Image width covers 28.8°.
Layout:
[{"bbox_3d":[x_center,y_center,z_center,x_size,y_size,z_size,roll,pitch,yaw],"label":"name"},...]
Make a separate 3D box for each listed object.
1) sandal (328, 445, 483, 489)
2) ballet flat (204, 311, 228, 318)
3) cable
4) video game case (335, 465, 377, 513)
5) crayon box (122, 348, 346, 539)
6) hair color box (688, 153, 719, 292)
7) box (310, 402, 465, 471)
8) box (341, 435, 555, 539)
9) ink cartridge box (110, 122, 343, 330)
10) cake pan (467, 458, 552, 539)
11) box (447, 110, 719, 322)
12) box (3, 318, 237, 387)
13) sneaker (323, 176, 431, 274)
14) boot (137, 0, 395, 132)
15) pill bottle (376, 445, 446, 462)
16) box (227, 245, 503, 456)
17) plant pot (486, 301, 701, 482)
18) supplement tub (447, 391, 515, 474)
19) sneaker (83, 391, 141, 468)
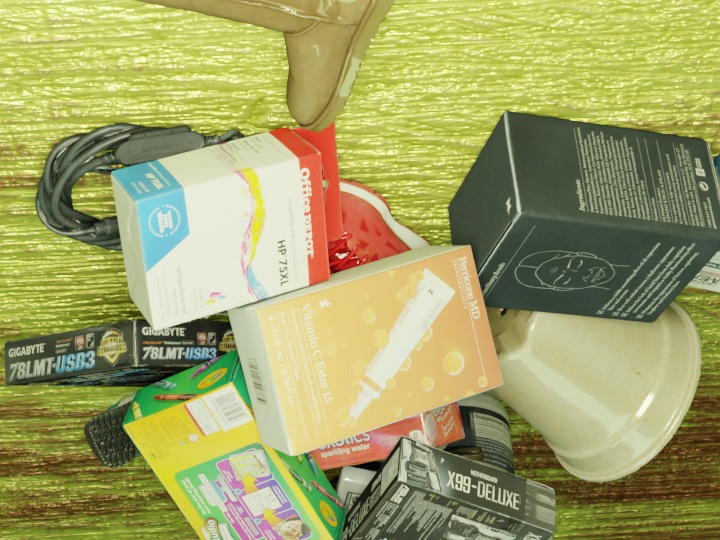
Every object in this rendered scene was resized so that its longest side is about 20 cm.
[{"bbox_3d":[0.044,0.222,1.457,0.198,0.055,0.081,-14,-178,29],"label":"sandal"},{"bbox_3d":[-0.157,0.010,1.266,0.071,0.073,0.200,-15,169,17],"label":"ballet flat"},{"bbox_3d":[-0.183,-0.068,1.214,0.197,0.051,0.164,-10,152,5],"label":"cable"},{"bbox_3d":[0.048,0.286,1.397,0.179,0.024,0.202,12,127,-6],"label":"video game case"},{"bbox_3d":[-0.112,0.181,1.275,0.118,0.058,0.201,-22,114,20],"label":"crayon box"},{"bbox_3d":[0.352,-0.059,1.267,0.099,0.061,0.200,11,145,-22],"label":"hair color box"},{"bbox_3d":[-0.013,0.133,1.339,0.198,0.104,0.094,-15,174,25],"label":"box"},{"bbox_3d":[0.068,0.250,1.305,0.156,0.050,0.201,19,134,-12],"label":"box"},{"bbox_3d":[-0.093,-0.041,1.141,0.198,0.067,0.118,-17,120,-22],"label":"ink cartridge box"},{"bbox_3d":[0.094,0.263,1.414,0.197,0.037,0.202,2,128,3],"label":"cake pan"},{"bbox_3d":[0.195,-0.042,1.232,0.197,0.108,0.149,6,147,-17],"label":"box"},{"bbox_3d":[-0.205,0.082,1.347,0.198,0.051,0.197,-12,168,40],"label":"box"},{"bbox_3d":[0.000,0.000,1.264,0.078,0.117,0.199,-23,144,37],"label":"sneaker"},{"bbox_3d":[-0.090,-0.190,1.012,0.197,0.067,0.176,9,133,-22],"label":"boot"},{"bbox_3d":[-0.007,0.140,1.451,0.197,0.114,0.113,0,152,26],"label":"pill bottle"},{"bbox_3d":[0.003,0.064,1.189,0.198,0.126,0.097,-17,-174,-19],"label":"box"},{"bbox_3d":[0.198,0.076,1.367,0.182,0.202,0.200,32,135,-27],"label":"plant pot"},{"bbox_3d":[0.102,0.219,1.547,0.138,0.202,0.141,-3,148,-2],"label":"supplement tub"},{"bbox_3d":[-0.176,0.130,1.366,0.198,0.093,0.071,-21,101,33],"label":"sneaker"}]
